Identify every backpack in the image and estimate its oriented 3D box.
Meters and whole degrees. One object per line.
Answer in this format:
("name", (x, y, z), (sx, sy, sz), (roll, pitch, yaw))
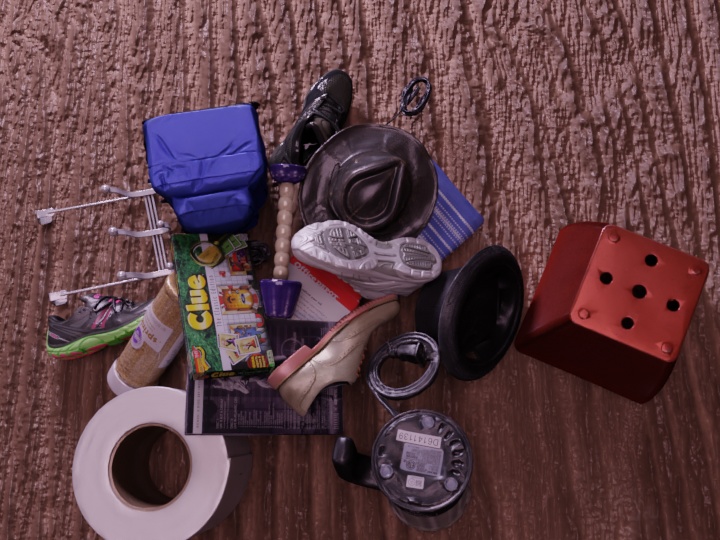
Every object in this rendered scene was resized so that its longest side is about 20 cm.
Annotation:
("backpack", (-0.211, -0.128, 1.031), (0.162, 0.200, 0.168), (-4, 86, -6))

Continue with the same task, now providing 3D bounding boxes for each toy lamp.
("toy lamp", (-0.102, -0.038, 0.970), (0.058, 0.058, 0.200), (2, 87, 4))

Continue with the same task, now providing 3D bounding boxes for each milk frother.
("milk frother", (0.074, 0.209, 0.945), (0.180, 0.188, 0.200), (25, 70, 17))

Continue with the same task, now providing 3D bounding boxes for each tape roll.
("tape roll", (-0.257, 0.259, 0.981), (0.203, 0.139, 0.203), (-1, 78, 3))

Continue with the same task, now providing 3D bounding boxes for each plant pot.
("plant pot", (0.341, 0.042, 0.967), (0.200, 0.176, 0.200), (23, 80, 8))

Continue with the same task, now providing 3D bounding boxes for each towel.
("towel", (0.061, -0.062, 1.044), (0.200, 0.024, 0.145), (-40, 88, -11))

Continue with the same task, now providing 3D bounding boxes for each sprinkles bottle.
("sprinkles bottle", (-0.275, 0.092, 1.007), (0.068, 0.068, 0.200), (43, 116, 11))

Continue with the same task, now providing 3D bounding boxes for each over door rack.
("over door rack", (-0.382, -0.043, 1.091), (0.200, 0.067, 0.148), (-15, 77, 1))

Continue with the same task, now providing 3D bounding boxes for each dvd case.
("dvd case", (-0.121, 0.135, 0.946), (0.200, 0.016, 0.149), (4, 72, -16))

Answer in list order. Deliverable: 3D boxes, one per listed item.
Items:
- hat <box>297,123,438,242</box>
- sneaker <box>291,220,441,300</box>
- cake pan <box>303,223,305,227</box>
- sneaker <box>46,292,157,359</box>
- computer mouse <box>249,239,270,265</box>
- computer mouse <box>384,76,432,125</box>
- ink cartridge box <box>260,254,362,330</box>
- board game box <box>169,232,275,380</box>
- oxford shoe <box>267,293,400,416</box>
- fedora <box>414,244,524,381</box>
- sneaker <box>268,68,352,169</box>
("hat", (0.016, -0.109, 0.983), (0.200, 0.081, 0.201), (0, 88, -8))
("sneaker", (0.000, 0.000, 0.963), (0.200, 0.099, 0.078), (13, 50, -16))
("cake pan", (0.014, -0.093, 1.089), (0.200, 0.037, 0.200), (-1, 78, 4))
("sneaker", (-0.362, 0.066, 1.062), (0.200, 0.077, 0.084), (-18, 81, -1))
("computer mouse", (-0.187, 0.058, 1.060), (0.138, 0.053, 0.200), (-6, 76, -19))
("computer mouse", (0.038, -0.207, 1.080), (0.059, 0.034, 0.200), (37, 77, 27))
("ink cartridge box", (-0.086, 0.059, 1.025), (0.116, 0.067, 0.200), (40, 68, -1))
("board game box", (-0.179, 0.040, 0.939), (0.105, 0.023, 0.200), (-4, 61, -23))
("oxford shoe", (-0.019, 0.106, 0.938), (0.200, 0.071, 0.074), (-37, 79, -13))
("fedora", (0.139, 0.051, 1.000), (0.092, 0.201, 0.201), (12, 77, 38))
("sneaker", (-0.050, -0.217, 1.070), (0.076, 0.114, 0.199), (40, 67, -23))
